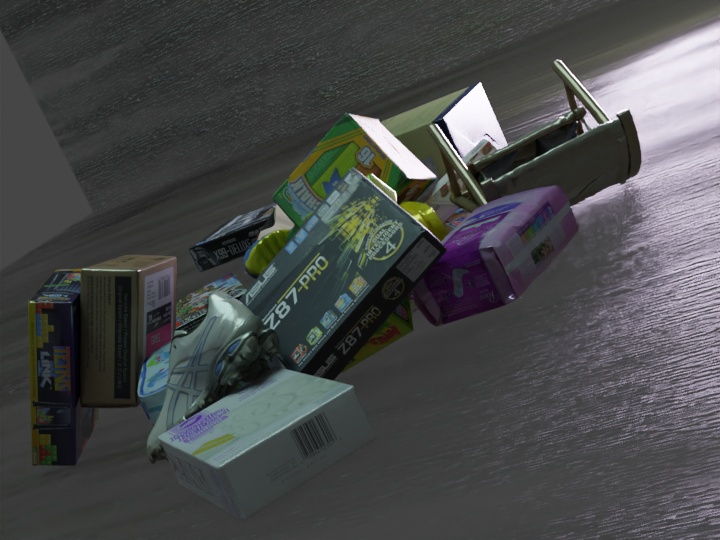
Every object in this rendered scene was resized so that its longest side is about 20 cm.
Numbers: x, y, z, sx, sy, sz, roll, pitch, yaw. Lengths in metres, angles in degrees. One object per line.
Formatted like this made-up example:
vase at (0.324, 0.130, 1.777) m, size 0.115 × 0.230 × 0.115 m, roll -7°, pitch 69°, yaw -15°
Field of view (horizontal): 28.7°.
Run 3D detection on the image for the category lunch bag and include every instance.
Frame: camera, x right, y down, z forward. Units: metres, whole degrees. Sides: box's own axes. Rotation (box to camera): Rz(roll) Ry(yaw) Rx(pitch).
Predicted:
lunch bag at (-0.170, 0.117, 1.583) m, size 0.161 × 0.083 × 0.200 m, roll -25°, pitch 12°, yaw -2°

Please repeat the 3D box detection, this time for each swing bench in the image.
swing bench at (0.218, -0.135, 1.741) m, size 0.199 × 0.130 × 0.200 m, roll -26°, pitch 33°, yaw -6°

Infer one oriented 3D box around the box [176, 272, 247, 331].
box at (-0.227, 0.062, 2.039) m, size 0.136 × 0.038 × 0.200 m, roll -27°, pitch 12°, yaw -8°

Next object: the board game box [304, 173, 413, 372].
board game box at (-0.004, 0.001, 1.533) m, size 0.102 × 0.048 × 0.200 m, roll -33°, pitch 42°, yaw 28°

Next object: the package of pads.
package of pads at (0.147, -0.020, 1.543) m, size 0.120 × 0.076 × 0.200 m, roll -20°, pitch 13°, yaw 36°

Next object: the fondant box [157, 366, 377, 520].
fondant box at (-0.092, 0.156, 1.316) m, size 0.144 × 0.058 × 0.200 m, roll -30°, pitch 12°, yaw -20°

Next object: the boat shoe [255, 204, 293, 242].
boat shoe at (-0.130, -0.040, 2.238) m, size 0.201 × 0.074 × 0.063 m, roll -78°, pitch 14°, yaw -62°

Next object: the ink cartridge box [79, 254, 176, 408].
ink cartridge box at (-0.280, 0.070, 1.722) m, size 0.075 × 0.165 × 0.200 m, roll 1°, pitch 6°, yaw 6°

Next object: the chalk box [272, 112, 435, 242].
chalk box at (-0.022, -0.092, 1.864) m, size 0.200 × 0.125 × 0.124 m, roll -48°, pitch -14°, yaw 15°

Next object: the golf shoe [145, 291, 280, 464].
golf shoe at (-0.166, 0.110, 1.447) m, size 0.200 × 0.097 × 0.078 m, roll -50°, pitch -26°, yaw 20°

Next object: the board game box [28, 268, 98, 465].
board game box at (-0.354, 0.113, 1.694) m, size 0.057 × 0.200 × 0.165 m, roll 1°, pitch 13°, yaw -2°

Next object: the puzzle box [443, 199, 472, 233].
puzzle box at (0.165, -0.086, 1.908) m, size 0.133 × 0.025 × 0.200 m, roll -27°, pitch 12°, yaw -6°

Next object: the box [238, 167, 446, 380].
box at (-0.024, 0.008, 1.466) m, size 0.200 × 0.049 × 0.161 m, roll -49°, pitch 38°, yaw 4°

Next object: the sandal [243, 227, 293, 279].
sandal at (-0.097, -0.034, 2.120) m, size 0.200 × 0.080 × 0.087 m, roll -24°, pitch 5°, yaw -37°

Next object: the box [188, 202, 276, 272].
box at (-0.182, -0.072, 2.494) m, size 0.200 × 0.050 × 0.158 m, roll -19°, pitch 13°, yaw 30°

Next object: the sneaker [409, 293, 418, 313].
sneaker at (0.023, 0.016, 1.619) m, size 0.200 × 0.084 × 0.081 m, roll -28°, pitch 12°, yaw -18°

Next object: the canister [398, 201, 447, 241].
canister at (0.000, 0.000, 1.732) m, size 0.200 × 0.087 × 0.149 m, roll -30°, pitch 12°, yaw -13°

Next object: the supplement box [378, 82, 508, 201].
supplement box at (0.094, -0.165, 2.124) m, size 0.199 × 0.134 × 0.200 m, roll -19°, pitch 14°, yaw 27°

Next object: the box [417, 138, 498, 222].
box at (0.108, -0.093, 1.870) m, size 0.200 × 0.039 × 0.041 m, roll -44°, pitch 10°, yaw 2°
